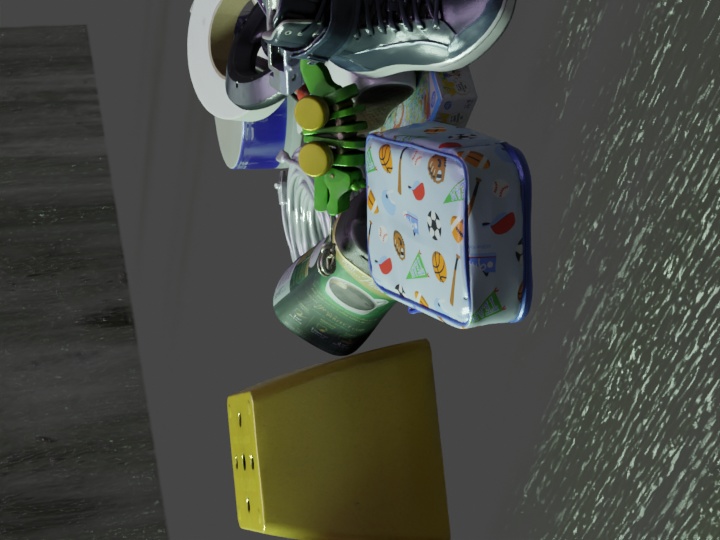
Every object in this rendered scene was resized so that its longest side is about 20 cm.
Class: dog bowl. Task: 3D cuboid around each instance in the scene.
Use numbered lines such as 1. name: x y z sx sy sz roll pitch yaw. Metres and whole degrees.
1. dog bowl: -0.132 -0.229 2.003 0.200 0.078 0.201 176 90 -75

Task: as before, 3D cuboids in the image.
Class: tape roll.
1. tape roll: -0.137 -0.277 1.864 0.202 0.037 0.204 -3 86 51

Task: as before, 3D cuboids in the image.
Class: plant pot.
1. plant pot: -0.032 0.180 1.570 0.200 0.175 0.201 157 109 -74

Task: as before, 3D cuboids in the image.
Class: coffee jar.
1. coffee jar: 0.000 0.000 1.483 0.200 0.104 0.086 -44 17 55

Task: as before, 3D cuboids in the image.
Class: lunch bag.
1. lunch bag: 0.069 -0.035 1.300 0.200 0.075 0.161 -154 57 -63

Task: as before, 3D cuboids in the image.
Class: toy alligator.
1. toy alligator: -0.017 -0.093 1.367 0.059 0.054 0.201 -26 -67 -61

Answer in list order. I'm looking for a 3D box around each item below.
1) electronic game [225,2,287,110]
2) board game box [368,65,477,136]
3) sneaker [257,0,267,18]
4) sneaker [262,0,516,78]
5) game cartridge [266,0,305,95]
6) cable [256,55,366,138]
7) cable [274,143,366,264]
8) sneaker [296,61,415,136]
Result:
1. electronic game: -0.070 -0.252 1.653 0.200 0.042 0.201 -34 36 29
2. board game box: 0.051 -0.150 1.440 0.200 0.034 0.135 111 151 -57
3. sneaker: -0.072 -0.315 1.508 0.088 0.074 0.201 -108 11 -67
4. sneaker: 0.012 -0.209 1.255 0.202 0.146 0.077 -11 69 44
5. game cartridge: -0.033 -0.267 1.413 0.038 0.130 0.201 35 146 27
6. cable: -0.077 -0.195 1.700 0.200 0.097 0.050 26 79 42
7. cable: -0.026 -0.039 1.671 0.200 0.069 0.201 -174 75 -72
8. sneaker: -0.003 -0.179 1.450 0.200 0.072 0.085 -26 66 61
